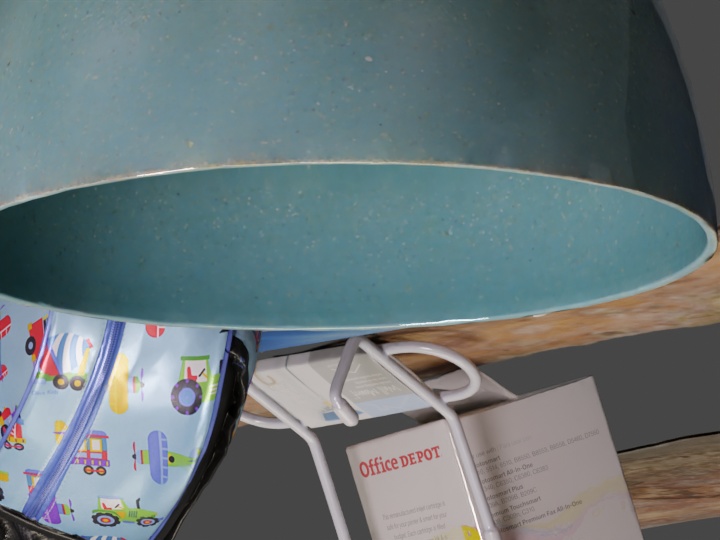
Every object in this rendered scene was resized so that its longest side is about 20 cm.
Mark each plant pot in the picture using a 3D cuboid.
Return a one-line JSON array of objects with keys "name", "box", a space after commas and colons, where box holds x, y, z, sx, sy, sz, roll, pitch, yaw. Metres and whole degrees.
[{"name": "plant pot", "box": [-0.009, -0.068, 0.676, 0.199, 0.135, 0.200, -1, 168, 0]}]

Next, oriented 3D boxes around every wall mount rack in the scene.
[{"name": "wall mount rack", "box": [-0.002, 0.109, 1.556, 0.200, 0.075, 0.174, -12, 139, 40]}]

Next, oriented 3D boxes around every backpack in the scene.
[{"name": "backpack", "box": [-0.108, 0.022, 1.009, 0.134, 0.183, 0.200, 16, 148, -13]}]

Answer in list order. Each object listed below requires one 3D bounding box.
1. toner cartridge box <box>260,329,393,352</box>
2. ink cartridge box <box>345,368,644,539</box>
[{"name": "toner cartridge box", "box": [0.000, 0.000, 1.214, 0.200, 0.043, 0.095, -11, 166, 37]}, {"name": "ink cartridge box", "box": [0.091, 0.160, 1.651, 0.125, 0.201, 0.128, -14, 177, -33]}]
